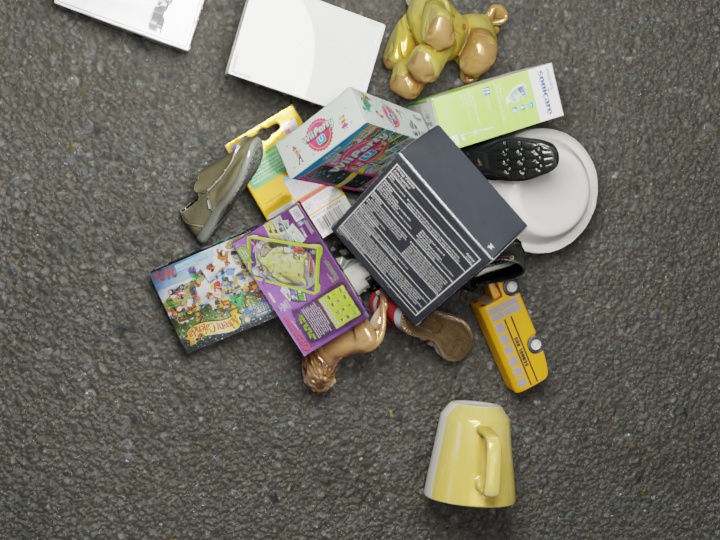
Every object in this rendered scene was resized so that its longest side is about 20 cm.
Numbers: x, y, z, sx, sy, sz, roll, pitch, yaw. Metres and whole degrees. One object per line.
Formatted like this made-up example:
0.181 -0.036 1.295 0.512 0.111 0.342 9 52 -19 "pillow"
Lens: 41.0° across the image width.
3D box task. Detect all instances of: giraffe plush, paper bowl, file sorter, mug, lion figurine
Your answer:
0.141 -0.351 1.479 0.161 0.172 0.202 15 59 -24 "giraffe plush"
0.287 -0.128 1.549 0.198 0.104 0.203 -1 96 -12 "paper bowl"
-0.088 -0.322 1.426 0.198 0.124 0.140 16 92 -15 "file sorter"
0.194 0.293 1.550 0.148 0.186 0.155 7 87 -40 "mug"
-0.022 0.107 1.487 0.072 0.199 0.124 9 63 -43 "lion figurine"

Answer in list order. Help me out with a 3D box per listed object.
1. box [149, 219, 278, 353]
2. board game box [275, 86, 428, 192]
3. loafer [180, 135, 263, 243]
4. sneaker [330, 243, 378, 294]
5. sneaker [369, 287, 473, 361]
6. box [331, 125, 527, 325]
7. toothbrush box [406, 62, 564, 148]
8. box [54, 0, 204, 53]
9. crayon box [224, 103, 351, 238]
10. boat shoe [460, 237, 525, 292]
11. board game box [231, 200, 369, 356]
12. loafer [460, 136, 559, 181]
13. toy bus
-0.201 0.025 1.464 0.198 0.038 0.138 -22 101 6 "box"
-0.005 -0.184 1.401 0.147 0.199 0.065 -33 71 27 "board game box"
-0.211 -0.126 1.417 0.069 0.075 0.200 36 121 -3 "loafer"
0.000 0.000 1.522 0.198 0.074 0.089 -13 122 -18 "sneaker"
0.095 0.080 1.558 0.199 0.112 0.072 32 87 -45 "sneaker"
0.099 -0.064 1.403 0.200 0.198 0.123 49 46 3 "box"
0.189 -0.249 1.489 0.198 0.146 0.087 -17 100 -9 "toothbrush box"
-0.328 -0.402 1.394 0.198 0.060 0.118 16 93 -14 "box"
-0.109 -0.137 1.483 0.125 0.052 0.201 -32 103 -7 "crayon box"
0.162 -0.002 1.521 0.199 0.064 0.074 -14 142 12 "boat shoe"
-0.087 0.013 1.424 0.119 0.032 0.201 -31 100 5 "board game box"
0.212 -0.171 1.465 0.070 0.199 0.069 -27 111 -51 "loafer"
0.243 0.093 1.586 0.078 0.065 0.201 -26 103 -7 "toy bus"
